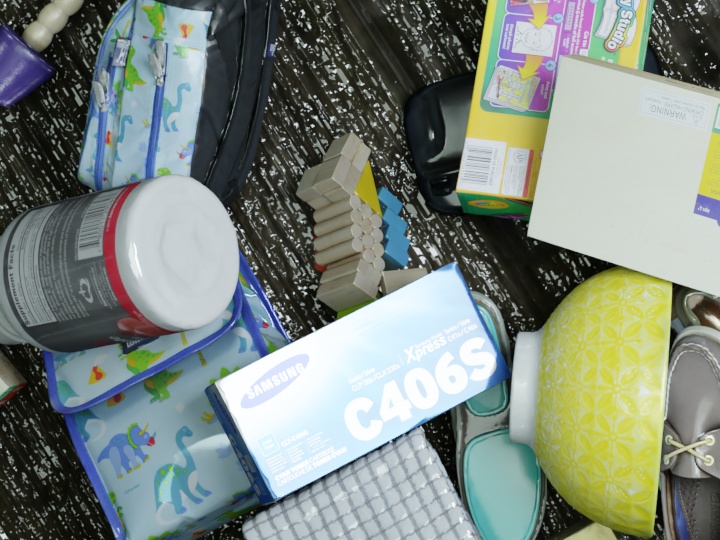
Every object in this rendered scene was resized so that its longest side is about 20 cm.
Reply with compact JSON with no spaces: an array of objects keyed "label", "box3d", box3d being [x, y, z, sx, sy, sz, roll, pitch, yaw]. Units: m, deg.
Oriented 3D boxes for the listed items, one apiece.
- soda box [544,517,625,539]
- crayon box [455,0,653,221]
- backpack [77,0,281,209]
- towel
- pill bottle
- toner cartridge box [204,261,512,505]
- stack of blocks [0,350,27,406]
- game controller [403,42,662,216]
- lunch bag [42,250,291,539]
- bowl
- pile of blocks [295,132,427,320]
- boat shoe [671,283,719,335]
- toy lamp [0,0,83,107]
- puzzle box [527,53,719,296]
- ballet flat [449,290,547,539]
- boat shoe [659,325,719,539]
[{"label":"soda box","box3d":[0.113,0.254,1.604,0.200,0.068,0.064,-31,87,5]},{"label":"crayon box","box3d":[0.145,-0.137,1.569,0.118,0.058,0.201,8,79,11]},{"label":"backpack","box3d":[-0.132,-0.128,1.588,0.153,0.163,0.201,-1,101,13]},{"label":"towel","box3d":[0.022,0.238,1.546,0.165,0.086,0.200,-31,72,7]},{"label":"pill bottle","box3d":[-0.192,0.000,1.538,0.200,0.111,0.111,-11,90,40]},{"label":"toner cartridge box","box3d":[-0.001,0.080,1.522,0.200,0.043,0.095,-27,87,-17]},{"label":"stack of blocks","box3d":[-0.369,0.050,1.651,0.115,0.059,0.200,-41,87,5]},{"label":"game controller","box3d":[0.134,-0.111,1.617,0.199,0.042,0.105,-15,75,5]},{"label":"lunch bag","box3d":[-0.133,0.089,1.604,0.170,0.127,0.200,-27,75,8]},{"label":"bowl","box3d":[0.163,0.088,1.531,0.107,0.200,0.201,4,91,7]},{"label":"pile of blocks","box3d":[0.000,0.000,1.624,0.062,0.082,0.201,-19,77,48]},{"label":"boat shoe","box3d":[0.307,0.080,1.583,0.200,0.068,0.075,37,94,4]},{"label":"toy lamp","box3d":[-0.219,-0.210,1.636,0.058,0.058,0.200,43,93,3]},{"label":"puzzle box","box3d":[0.217,-0.059,1.456,0.199,0.025,0.134,19,109,26]},{"label":"ballet flat","box3d":[0.099,0.112,1.606,0.067,0.064,0.201,-11,91,3]},{"label":"boat shoe","box3d":[0.250,0.141,1.562,0.072,0.059,0.201,5,112,30]}]
